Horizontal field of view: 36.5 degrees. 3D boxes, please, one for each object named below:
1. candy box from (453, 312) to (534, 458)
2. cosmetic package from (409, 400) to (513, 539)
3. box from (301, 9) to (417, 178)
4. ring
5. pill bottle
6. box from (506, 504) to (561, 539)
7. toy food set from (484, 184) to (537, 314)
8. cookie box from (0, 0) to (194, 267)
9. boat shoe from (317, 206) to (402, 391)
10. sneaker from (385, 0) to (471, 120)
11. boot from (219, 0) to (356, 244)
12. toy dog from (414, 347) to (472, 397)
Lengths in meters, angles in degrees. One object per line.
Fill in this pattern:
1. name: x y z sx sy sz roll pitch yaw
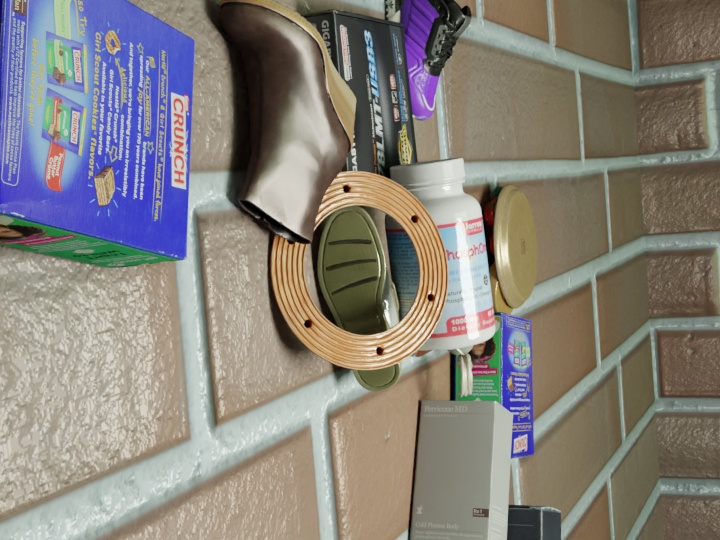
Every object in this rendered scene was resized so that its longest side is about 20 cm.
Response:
1. candy box: 0.191 0.166 1.554 0.169 0.077 0.201 17 71 -66
2. cosmetic package: 0.128 0.266 1.368 0.090 0.106 0.201 35 54 -61
3. box: 0.003 -0.179 1.210 0.198 0.049 0.201 -16 102 -66
4. ring: 0.000 0.000 1.095 0.200 0.019 0.201 4 81 -26
5. pill bottle: 0.085 -0.019 1.200 0.109 0.108 0.201 -23 107 -64
6. box: 0.179 0.405 1.412 0.104 0.147 0.201 30 61 -62
7. toy food set: 0.232 -0.034 1.701 0.198 0.048 0.201 -38 121 -62
8. cookie box: -0.195 -0.099 0.725 0.200 0.075 0.172 19 70 -64
9. boat shoe: 0.001 0.025 1.165 0.068 0.074 0.201 -68 149 -76
10. sneaker: 0.089 -0.288 1.344 0.070 0.099 0.201 -11 97 -63
11. boot: -0.078 -0.137 0.999 0.200 0.072 0.167 41 59 -44
12. toy dog: 0.091 0.057 1.358 0.132 0.096 0.201 -79 166 -45
